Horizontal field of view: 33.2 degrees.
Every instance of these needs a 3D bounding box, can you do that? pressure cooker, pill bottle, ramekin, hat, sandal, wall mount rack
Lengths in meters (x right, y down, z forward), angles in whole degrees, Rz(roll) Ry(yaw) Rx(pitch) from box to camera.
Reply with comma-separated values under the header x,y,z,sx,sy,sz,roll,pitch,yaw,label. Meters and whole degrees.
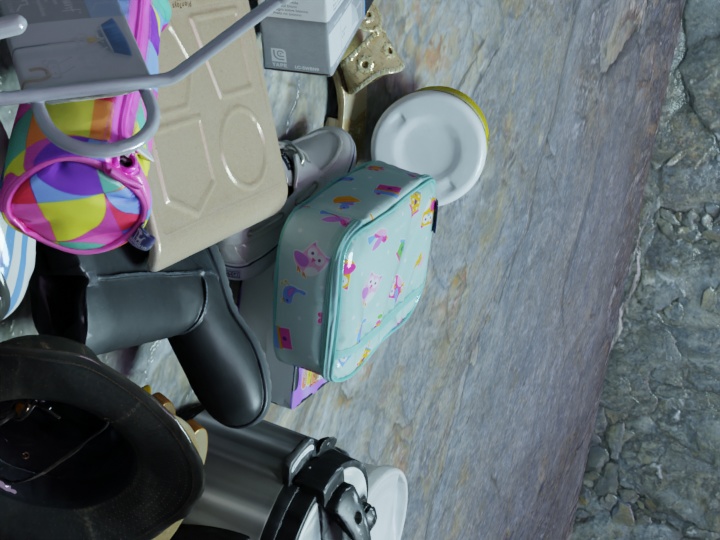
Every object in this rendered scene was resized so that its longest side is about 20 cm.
x,y,z,sx,sy,sz,roll,pitch,yaw,label
-0.081,0.220,1.050,0.179,0.199,0.176,-69,159,-9,pressure cooker
0.077,-0.134,1.253,0.200,0.114,0.115,-57,158,-77,pill bottle
-0.027,0.308,1.385,0.202,0.094,0.203,-47,146,-48,ramekin
-0.196,0.097,0.765,0.081,0.200,0.201,-95,-178,-51,hat
0.010,-0.191,1.157,0.078,0.069,0.212,-44,144,-51,sandal
-0.130,-0.156,0.649,0.173,0.200,0.075,-12,144,-21,wall mount rack

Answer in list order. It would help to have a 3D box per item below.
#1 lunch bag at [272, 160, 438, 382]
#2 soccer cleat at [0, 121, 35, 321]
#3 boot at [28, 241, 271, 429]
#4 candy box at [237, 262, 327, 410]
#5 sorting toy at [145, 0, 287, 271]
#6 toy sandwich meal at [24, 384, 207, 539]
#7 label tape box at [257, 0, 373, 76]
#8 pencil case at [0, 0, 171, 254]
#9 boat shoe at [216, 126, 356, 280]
x,y,z,sx,sy,sz,roll,pitch,yaw,label
0.000,0.000,1.068,0.200,0.077,0.161,-37,137,-53,lunch bag
-0.229,-0.062,0.690,0.086,0.070,0.201,-74,168,-52,soccer cleat
-0.148,0.045,0.870,0.165,0.065,0.200,66,16,9,boot
-0.040,0.017,1.181,0.200,0.071,0.168,-31,133,-59,candy box
-0.123,-0.118,0.889,0.185,0.036,0.201,-33,119,-59,sorting toy
-0.200,0.166,0.896,0.205,0.070,0.206,-32,144,-27,toy sandwich meal
-0.036,-0.279,0.964,0.144,0.063,0.200,-67,161,-45,label tape box
-0.153,-0.101,0.700,0.089,0.088,0.201,78,4,-50,pencil case
-0.067,-0.078,1.059,0.200,0.071,0.070,-48,150,-36,boat shoe
